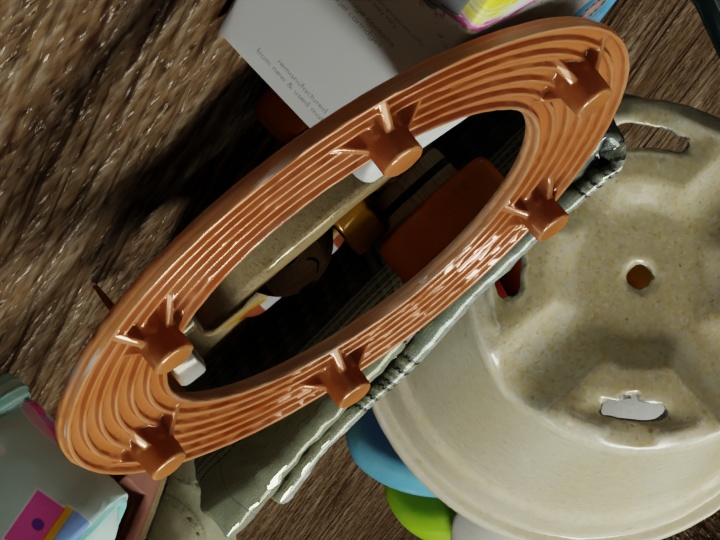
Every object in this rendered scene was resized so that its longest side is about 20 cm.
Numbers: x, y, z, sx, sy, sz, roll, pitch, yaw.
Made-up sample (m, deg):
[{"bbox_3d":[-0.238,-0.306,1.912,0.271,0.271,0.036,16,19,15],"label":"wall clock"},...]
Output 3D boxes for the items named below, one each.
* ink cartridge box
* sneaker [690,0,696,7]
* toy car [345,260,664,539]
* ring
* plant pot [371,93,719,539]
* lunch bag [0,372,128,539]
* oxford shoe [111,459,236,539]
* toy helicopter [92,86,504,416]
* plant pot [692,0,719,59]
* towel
[{"bbox_3d":[0.052,-0.123,0.753,0.115,0.068,0.200,-36,169,-38],"label":"ink cartridge box"},{"bbox_3d":[0.214,-0.191,1.229,0.200,0.076,0.088,-41,-173,2],"label":"sneaker"},{"bbox_3d":[0.074,0.059,1.527,0.200,0.175,0.150,-45,137,13],"label":"toy car"},{"bbox_3d":[0.000,0.000,0.805,0.200,0.019,0.201,-34,162,-13],"label":"ring"},{"bbox_3d":[0.099,0.012,1.114,0.200,0.200,0.183,-43,177,-5],"label":"plant pot"},{"bbox_3d":[-0.156,0.123,0.939,0.160,0.077,0.200,-46,175,-27],"label":"lunch bag"},{"bbox_3d":[-0.081,0.138,1.065,0.071,0.074,0.201,-31,-143,51],"label":"oxford shoe"},{"bbox_3d":[-0.043,0.009,0.938,0.132,0.079,0.200,-42,179,-28],"label":"toy helicopter"},{"bbox_3d":[0.216,-0.083,1.075,0.134,0.201,0.200,-26,173,6],"label":"plant pot"},{"bbox_3d":[0.010,-0.002,1.014,0.200,0.035,0.193,-44,-161,8],"label":"towel"}]
